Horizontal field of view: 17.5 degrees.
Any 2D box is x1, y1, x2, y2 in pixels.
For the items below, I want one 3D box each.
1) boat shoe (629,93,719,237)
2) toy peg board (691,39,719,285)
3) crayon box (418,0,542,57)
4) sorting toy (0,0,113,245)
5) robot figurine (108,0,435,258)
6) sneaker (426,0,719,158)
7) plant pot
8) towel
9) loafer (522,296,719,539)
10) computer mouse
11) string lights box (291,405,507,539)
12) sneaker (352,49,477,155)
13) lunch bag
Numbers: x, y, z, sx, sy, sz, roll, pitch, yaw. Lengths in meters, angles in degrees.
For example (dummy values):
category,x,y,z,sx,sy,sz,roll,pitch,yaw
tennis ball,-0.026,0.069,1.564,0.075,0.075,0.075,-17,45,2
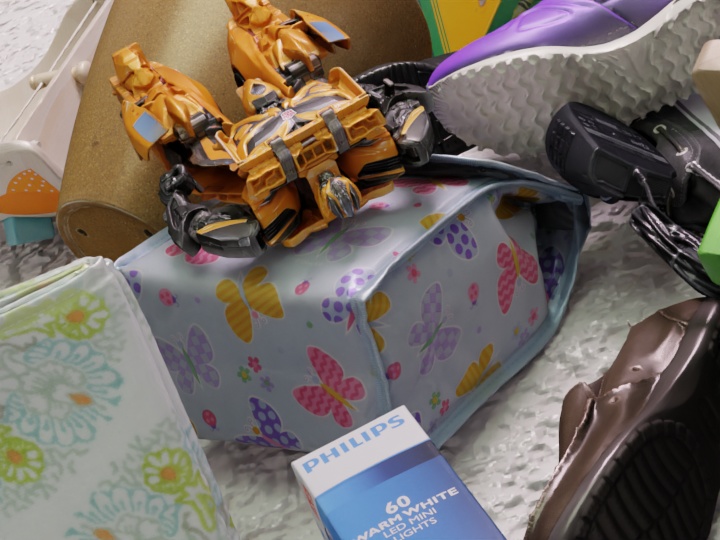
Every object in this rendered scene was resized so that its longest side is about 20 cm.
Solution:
category,x,y,z,sx,sy,sz,roll,pitch,yaw
boat shoe,0.173,-0.047,1.209,0.066,0.070,0.200,-30,30,2
toy peg board,0.249,0.005,0.971,0.199,0.200,0.098,5,58,36
crayon box,0.099,-0.211,1.406,0.119,0.058,0.200,43,113,57
sorting toy,-0.219,-0.075,1.480,0.180,0.107,0.200,-14,31,28
robot figurine,-0.050,-0.075,1.159,0.145,0.058,0.200,-30,31,-11
sneaker,0.130,-0.130,1.240,0.200,0.070,0.100,-18,41,10
plant pot,-0.085,-0.084,1.334,0.186,0.186,0.200,5,55,38
towel,-0.153,0.107,1.041,0.171,0.200,0.048,-21,17,3
loafer,0.121,0.084,1.041,0.071,0.073,0.200,-10,26,39
computer mouse,0.134,-0.030,1.131,0.034,0.059,0.200,-62,22,18
string lights box,0.044,0.149,0.942,0.059,0.103,0.200,-27,30,-8
sneaker,0.069,-0.100,1.315,0.199,0.060,0.104,-16,3,-8
lunch bag,0.000,0.000,1.189,0.169,0.127,0.200,6,29,38
